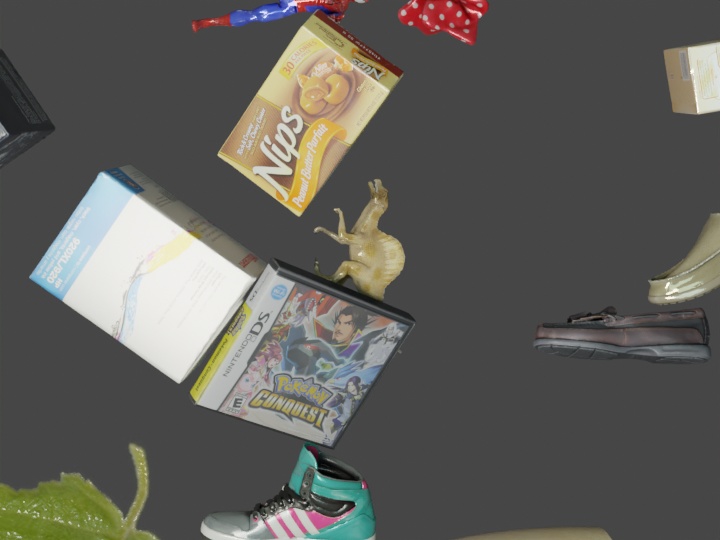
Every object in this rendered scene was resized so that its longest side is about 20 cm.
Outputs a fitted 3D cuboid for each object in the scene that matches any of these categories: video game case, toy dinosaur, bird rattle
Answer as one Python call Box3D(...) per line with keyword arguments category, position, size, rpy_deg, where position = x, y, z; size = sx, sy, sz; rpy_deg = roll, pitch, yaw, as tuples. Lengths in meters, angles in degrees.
Box3D(category="video game case", position=(-0.061, 0.096, 1.643), size=(0.200, 0.026, 0.181), rpy_deg=(23, 106, -35))
Box3D(category="toy dinosaur", position=(0.000, 0.000, 1.676), size=(0.101, 0.058, 0.200), rpy_deg=(-3, 96, 2))
Box3D(category="bird rattle", position=(0.103, -0.350, 1.607), size=(0.200, 0.113, 0.163), rpy_deg=(-41, 112, 16))

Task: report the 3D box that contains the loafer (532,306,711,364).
Box3D(category="loafer", position=(0.291, 0.067, 1.673), size=(0.200, 0.072, 0.063), rpy_deg=(5, 77, -4))

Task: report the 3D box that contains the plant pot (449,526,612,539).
Box3D(category="plant pot", position=(0.191, 0.362, 1.661), size=(0.200, 0.187, 0.188), rpy_deg=(-18, 95, -10))

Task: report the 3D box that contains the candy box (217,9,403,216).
Box3D(category="candy box", position=(-0.056, -0.167, 1.617), size=(0.115, 0.055, 0.200), rpy_deg=(37, 127, -2))

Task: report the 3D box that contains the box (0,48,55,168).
Box3D(category="box", position=(-0.459, -0.140, 1.610), size=(0.197, 0.200, 0.118), rpy_deg=(-34, 94, 6))

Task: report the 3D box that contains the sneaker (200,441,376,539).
Box3D(category="sneaker", position=(-0.079, 0.254, 1.693), size=(0.200, 0.084, 0.121), rpy_deg=(2, 102, -5))

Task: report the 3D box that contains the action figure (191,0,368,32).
Box3D(category="action figure", position=(-0.087, -0.294, 1.630), size=(0.200, 0.099, 0.065), rpy_deg=(-5, 97, 1))

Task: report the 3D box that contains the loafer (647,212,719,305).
Box3D(category="loafer", position=(0.396, -0.029, 1.650), size=(0.200, 0.076, 0.068), rpy_deg=(-30, 93, -4))

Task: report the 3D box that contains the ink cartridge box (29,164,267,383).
Box3D(category="ink cartridge box", position=(-0.225, 0.002, 1.641), size=(0.200, 0.147, 0.145), rpy_deg=(35, 96, -1))

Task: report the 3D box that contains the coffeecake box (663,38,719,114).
Box3D(category="coffeecake box", position=(0.436, -0.217, 1.583), size=(0.200, 0.154, 0.073), rpy_deg=(-10, 96, 3))
